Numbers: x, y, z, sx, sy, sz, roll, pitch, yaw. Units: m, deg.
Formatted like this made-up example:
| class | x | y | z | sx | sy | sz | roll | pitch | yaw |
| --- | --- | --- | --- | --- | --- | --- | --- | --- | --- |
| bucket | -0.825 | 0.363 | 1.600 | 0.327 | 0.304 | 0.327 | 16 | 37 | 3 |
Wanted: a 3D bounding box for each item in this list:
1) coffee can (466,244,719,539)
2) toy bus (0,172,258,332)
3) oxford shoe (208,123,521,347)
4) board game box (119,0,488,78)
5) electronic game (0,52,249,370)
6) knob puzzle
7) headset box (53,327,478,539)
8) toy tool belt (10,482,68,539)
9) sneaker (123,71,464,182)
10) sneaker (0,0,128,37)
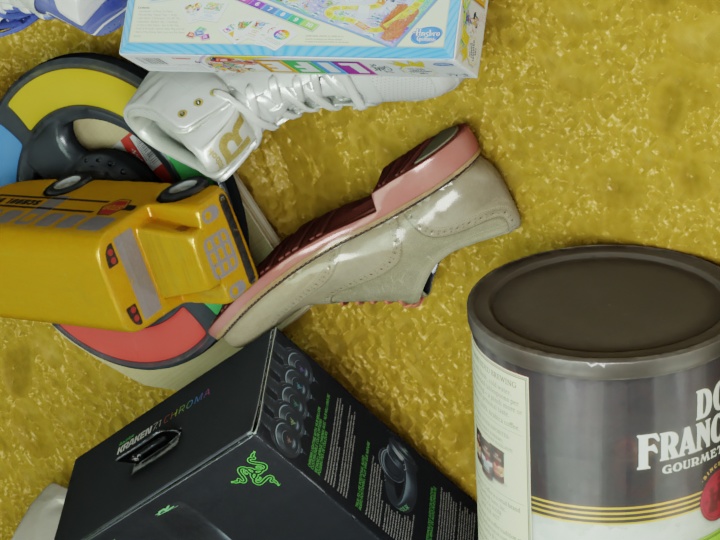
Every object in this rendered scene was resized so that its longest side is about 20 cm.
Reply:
| class | x | y | z | sx | sy | sz | roll | pitch | yaw |
| --- | --- | --- | --- | --- | --- | --- | --- | --- | --- |
| coffee can | 0.132 | 0.106 | 1.253 | 0.146 | 0.146 | 0.201 | 13 | 118 | 32 |
| toy bus | -0.152 | -0.010 | 1.350 | 0.199 | 0.078 | 0.065 | 5 | 121 | 46 |
| oxford shoe | 0.000 | 0.000 | 1.332 | 0.200 | 0.070 | 0.075 | -33 | 101 | 27 |
| board game box | -0.025 | -0.172 | 1.251 | 0.199 | 0.034 | 0.135 | 4 | 80 | 26 |
| electronic game | -0.149 | -0.034 | 1.427 | 0.199 | 0.042 | 0.201 | 15 | 119 | 30 |
| knob puzzle | -0.130 | -0.013 | 1.470 | 0.219 | 0.030 | 0.221 | 16 | 120 | 30 |
| headset box | -0.057 | 0.151 | 1.377 | 0.174 | 0.093 | 0.200 | -32 | 118 | 29 |
| toy tool belt | -0.172 | 0.232 | 1.530 | 0.199 | 0.123 | 0.125 | 20 | 150 | 42 |
| sneaker | -0.040 | -0.093 | 1.299 | 0.199 | 0.116 | 0.074 | 9 | 148 | 39 |
| sneaker | -0.197 | -0.180 | 1.407 | 0.199 | 0.080 | 0.116 | 36 | 144 | 33 |
